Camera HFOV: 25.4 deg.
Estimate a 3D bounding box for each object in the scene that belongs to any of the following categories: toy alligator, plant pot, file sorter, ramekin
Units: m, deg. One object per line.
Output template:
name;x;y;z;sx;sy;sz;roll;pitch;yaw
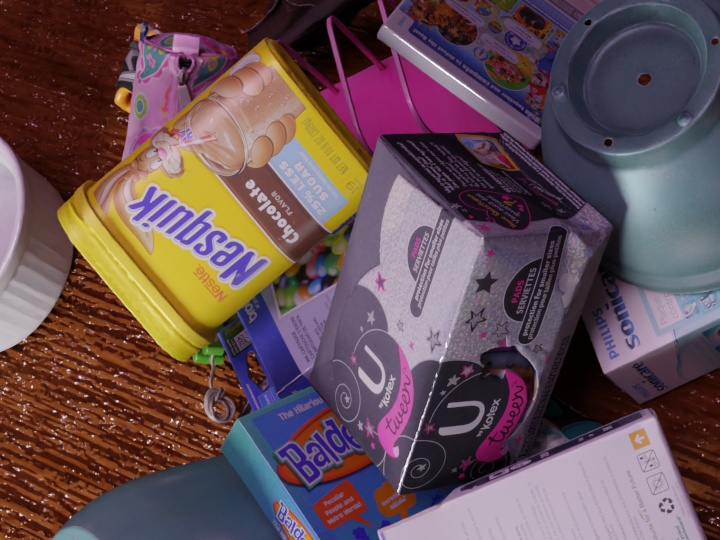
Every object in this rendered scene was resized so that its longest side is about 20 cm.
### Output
toy alligator;-0.130;0.038;1.328;0.054;0.059;0.202;133;136;-58
plant pot;-0.132;0.234;1.139;0.200;0.160;0.203;1;91;49
plant pot;0.201;-0.103;1.052;0.198;0.134;0.202;-12;63;25
file sorter;0.011;-0.132;1.271;0.199;0.125;0.140;-24;62;18
ramekin;-0.355;-0.020;1.443;0.199;0.098;0.203;-11;66;24

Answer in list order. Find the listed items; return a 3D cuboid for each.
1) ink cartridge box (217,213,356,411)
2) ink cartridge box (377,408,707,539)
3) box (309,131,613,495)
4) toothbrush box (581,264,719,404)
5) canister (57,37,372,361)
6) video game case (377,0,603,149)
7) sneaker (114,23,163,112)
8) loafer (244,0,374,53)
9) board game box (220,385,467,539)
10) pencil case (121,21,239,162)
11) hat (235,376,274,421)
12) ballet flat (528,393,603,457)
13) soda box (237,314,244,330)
ink cartridge box;-0.024;0.019;1.199;0.200;0.042;0.120;-40;49;11
ink cartridge box;0.138;0.220;1.047;0.198;0.043;0.200;-22;87;3
box;0.061;0.027;1.063;0.132;0.114;0.202;47;132;43
toothbrush box;0.246;-0.019;1.124;0.199;0.085;0.148;-27;60;18
canister;-0.099;-0.054;1.170;0.200;0.087;0.149;-39;99;8
video game case;0.118;-0.196;1.205;0.143;0.018;0.200;36;54;1
sneaker;-0.149;-0.150;1.393;0.200;0.078;0.078;32;92;50
loafer;-0.037;-0.233;1.326;0.199;0.073;0.072;-26;88;52
board game box;0.018;0.166;1.119;0.201;0.151;0.045;53;140;20
pencil case;-0.146;-0.087;1.252;0.087;0.087;0.202;18;104;32
hat;-0.032;0.133;1.218;0.199;0.081;0.203;-10;66;24
ballet flat;0.139;0.127;1.147;0.200;0.072;0.072;36;90;36
soda box;0.000;0.000;1.263;0.198;0.064;0.069;-17;64;21
